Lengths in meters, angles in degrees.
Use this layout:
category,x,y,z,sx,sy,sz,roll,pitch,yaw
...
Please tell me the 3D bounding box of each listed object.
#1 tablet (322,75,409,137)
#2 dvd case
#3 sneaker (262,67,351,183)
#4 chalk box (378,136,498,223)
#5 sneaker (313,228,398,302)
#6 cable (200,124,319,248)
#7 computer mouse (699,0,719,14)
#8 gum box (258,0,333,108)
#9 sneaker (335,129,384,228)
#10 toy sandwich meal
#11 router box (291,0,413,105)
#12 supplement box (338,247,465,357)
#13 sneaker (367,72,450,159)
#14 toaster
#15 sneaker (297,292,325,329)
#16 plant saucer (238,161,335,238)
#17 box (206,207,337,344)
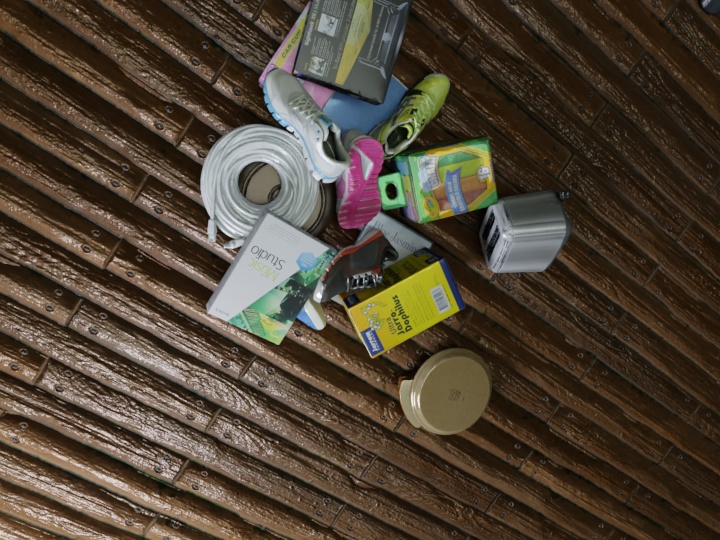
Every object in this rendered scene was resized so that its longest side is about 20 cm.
category,x,y,z,sx,sy,sz,roll,pitch,yaw
tablet,-0.006,-0.280,0.986,0.130,0.014,0.201,33,94,-23
dvd case,0.040,-0.002,1.059,0.142,0.018,0.201,28,95,-16
sneaker,-0.076,-0.241,0.864,0.075,0.086,0.201,-43,106,-26
chalk box,0.130,-0.164,0.989,0.198,0.124,0.125,-16,105,-9
sneaker,0.000,0.000,0.953,0.082,0.077,0.200,39,55,12
cable,-0.171,-0.146,0.923,0.198,0.069,0.202,-7,103,-12
computer mouse,0.709,-0.624,1.058,0.139,0.046,0.202,13,99,-16
gum box,-0.079,-0.367,0.927,0.113,0.066,0.201,33,93,-18
sneaker,-0.006,-0.166,0.971,0.081,0.089,0.201,-4,133,-18
toy sandwich meal,0.177,0.250,1.123,0.203,0.070,0.207,-3,100,-16
router box,-0.010,-0.392,0.874,0.156,0.052,0.202,15,98,-17
supplement box,0.075,0.056,1.013,0.199,0.109,0.110,-28,107,-5
sneaker,0.097,-0.272,0.975,0.200,0.076,0.075,-49,120,0
toaster,0.308,-0.073,1.023,0.128,0.200,0.115,-7,62,-6
sneaker,-0.155,0.051,1.000,0.111,0.077,0.200,-31,119,8
plant saucer,-0.141,-0.130,0.985,0.198,0.032,0.202,-3,102,-12
box,-0.151,0.015,0.922,0.144,0.036,0.201,29,101,-26
